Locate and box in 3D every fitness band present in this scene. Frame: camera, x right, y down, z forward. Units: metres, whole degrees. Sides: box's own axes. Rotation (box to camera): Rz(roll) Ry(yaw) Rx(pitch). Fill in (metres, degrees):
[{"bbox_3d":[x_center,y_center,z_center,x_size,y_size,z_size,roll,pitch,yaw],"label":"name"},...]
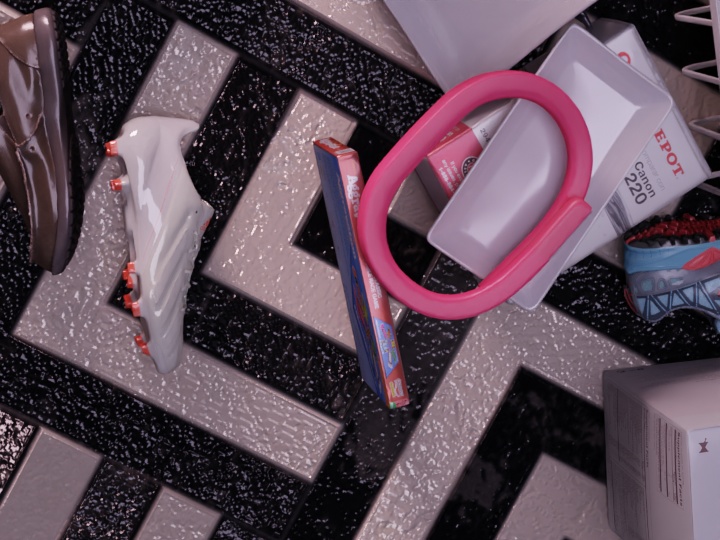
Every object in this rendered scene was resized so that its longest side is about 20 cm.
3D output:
[{"bbox_3d":[0.089,-0.057,1.413,0.144,0.037,0.200,44,89,-12],"label":"fitness band"}]

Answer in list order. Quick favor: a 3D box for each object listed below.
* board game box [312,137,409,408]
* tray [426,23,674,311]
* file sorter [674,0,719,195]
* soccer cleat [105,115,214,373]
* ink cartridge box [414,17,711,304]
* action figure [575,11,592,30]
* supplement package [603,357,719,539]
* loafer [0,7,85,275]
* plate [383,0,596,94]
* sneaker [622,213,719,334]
[{"bbox_3d":[0.000,0.000,1.476,0.019,0.103,0.202,-14,103,-8],"label":"board game box"},{"bbox_3d":[0.145,-0.079,1.447,0.107,0.022,0.201,34,92,-13],"label":"tray"},{"bbox_3d":[0.331,-0.165,1.504,0.138,0.125,0.202,-12,103,-10],"label":"file sorter"},{"bbox_3d":[-0.148,-0.020,1.462,0.077,0.069,0.202,-8,99,-13],"label":"soccer cleat"},{"bbox_3d":[0.158,-0.088,1.503,0.199,0.085,0.146,-33,105,-6],"label":"ink cartridge box"},{"bbox_3d":[0.196,-0.271,1.468,0.199,0.102,0.119,-37,92,-4],"label":"action figure"},{"bbox_3d":[0.318,0.161,1.522,0.190,0.200,0.148,-6,101,-10],"label":"supplement package"},{"bbox_3d":[-0.252,-0.096,1.430,0.070,0.073,0.202,-4,96,0],"label":"loafer"},{"bbox_3d":[0.097,-0.263,1.437,0.200,0.032,0.200,-36,85,20],"label":"plate"},{"bbox_3d":[0.313,0.003,1.567,0.198,0.079,0.096,-1,113,-5],"label":"sneaker"}]
